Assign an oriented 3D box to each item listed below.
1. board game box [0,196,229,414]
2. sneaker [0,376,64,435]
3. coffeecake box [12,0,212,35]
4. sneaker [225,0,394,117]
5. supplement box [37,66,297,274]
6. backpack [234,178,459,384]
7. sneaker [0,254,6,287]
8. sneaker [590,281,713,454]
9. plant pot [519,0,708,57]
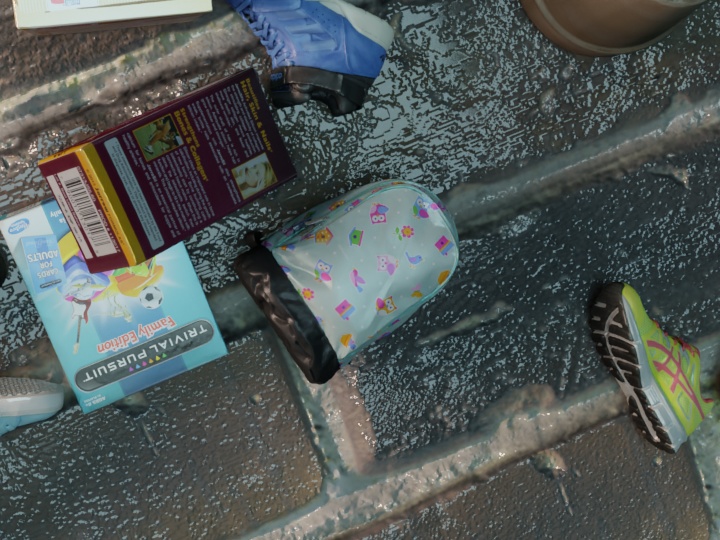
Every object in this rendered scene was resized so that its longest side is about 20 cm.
[{"bbox_3d":[-0.232,0.015,1.114,0.151,0.047,0.200,-23,103,-8],"label":"board game box"},{"bbox_3d":[-0.373,0.152,1.098,0.199,0.074,0.082,-8,104,0],"label":"sneaker"},{"bbox_3d":[-0.213,-0.244,0.994,0.153,0.200,0.073,-8,101,-11],"label":"coffeecake box"},{"bbox_3d":[-0.074,-0.213,1.093,0.200,0.077,0.112,22,85,-22],"label":"sneaker"},{"bbox_3d":[-0.167,-0.091,1.045,0.200,0.086,0.111,-33,107,-38],"label":"supplement box"},{"bbox_3d":[0.000,0.000,1.122,0.200,0.127,0.167,-34,102,-8],"label":"backpack"},{"bbox_3d":[-0.420,0.035,1.055,0.200,0.091,0.076,-31,107,-4],"label":"sneaker"},{"bbox_3d":[0.313,0.090,1.240,0.090,0.078,0.200,-32,111,-14],"label":"sneaker"},{"bbox_3d":[0.262,-0.303,1.103,0.199,0.174,0.201,-2,100,-11],"label":"plant pot"}]
